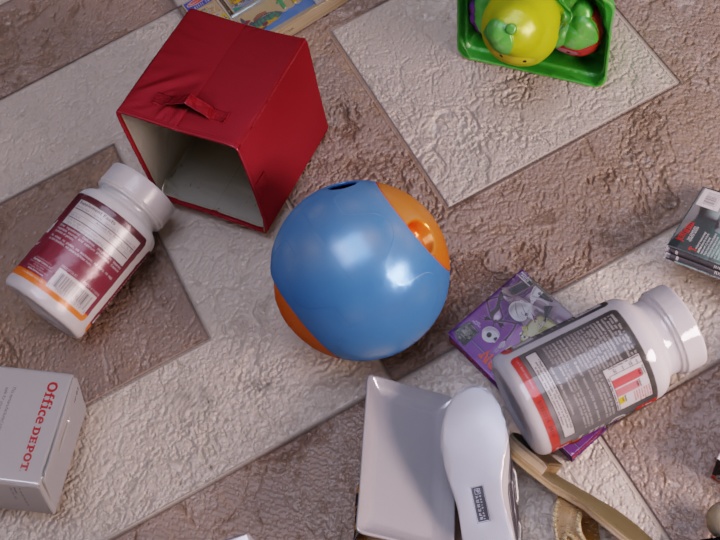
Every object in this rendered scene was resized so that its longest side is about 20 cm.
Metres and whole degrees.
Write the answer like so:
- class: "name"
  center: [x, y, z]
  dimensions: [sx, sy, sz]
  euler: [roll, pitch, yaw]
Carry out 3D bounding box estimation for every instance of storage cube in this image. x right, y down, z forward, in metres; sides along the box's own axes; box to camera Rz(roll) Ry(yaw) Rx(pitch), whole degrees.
- class: "storage cube"
  center: [-0.162, -0.185, 1.377]
  dimensions: [0.171, 0.200, 0.180]
  euler: [18, 62, 20]

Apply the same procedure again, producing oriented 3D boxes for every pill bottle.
- class: "pill bottle"
  center: [-0.326, -0.027, 1.372]
  dimensions: [0.114, 0.114, 0.200]
  euler: [29, 71, 23]
- class: "pill bottle"
  center: [0.248, 0.099, 1.166]
  dimensions: [0.200, 0.116, 0.116]
  euler: [-26, 61, -3]

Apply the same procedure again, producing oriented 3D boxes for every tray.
- class: "tray"
  center: [0.048, 0.206, 1.190]
  dimensions: [0.107, 0.022, 0.200]
  euler: [18, 45, -12]

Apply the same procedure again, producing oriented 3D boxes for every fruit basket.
- class: "fruit basket"
  center: [0.209, -0.298, 1.382]
  dimensions: [0.215, 0.156, 0.216]
  euler: [-3, 49, 3]

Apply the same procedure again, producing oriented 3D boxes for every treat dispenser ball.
- class: "treat dispenser ball"
  center: [0.000, 0.000, 1.245]
  dimensions: [0.200, 0.201, 0.201]
  euler: [-4, 62, 9]

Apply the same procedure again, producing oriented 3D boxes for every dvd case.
- class: "dvd case"
  center: [0.452, -0.021, 1.237]
  dimensions: [0.200, 0.022, 0.146]
  euler: [23, 42, 19]

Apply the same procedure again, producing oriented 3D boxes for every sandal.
- class: "sandal"
  center: [0.218, 0.259, 1.158]
  dimensions: [0.212, 0.078, 0.070]
  euler: [40, 101, 32]

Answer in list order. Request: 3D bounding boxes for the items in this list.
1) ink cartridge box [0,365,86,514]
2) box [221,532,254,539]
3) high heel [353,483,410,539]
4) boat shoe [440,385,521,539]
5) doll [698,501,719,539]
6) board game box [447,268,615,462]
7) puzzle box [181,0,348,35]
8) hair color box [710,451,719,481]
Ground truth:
- class: "ink cartridge box"
  center: [-0.428, 0.187, 1.271]
  dimensions: [0.200, 0.085, 0.145]
  euler: [5, 54, 5]
- class: "box"
  center: [-0.127, 0.384, 1.122]
  dimensions: [0.101, 0.113, 0.200]
  euler: [-17, 62, 1]
- class: "high heel"
  center: [-0.011, 0.308, 1.126]
  dimensions: [0.142, 0.071, 0.200]
  euler: [4, 60, -37]
- class: "boat shoe"
  center: [0.132, 0.221, 1.166]
  dimensions: [0.072, 0.068, 0.200]
  euler: [-13, 76, 14]
- class: "doll"
  center: [0.345, 0.320, 1.087]
  dimensions: [0.136, 0.048, 0.200]
  euler: [24, 66, -14]
- class: "board game box"
  center: [0.207, 0.102, 1.253]
  dimensions: [0.120, 0.032, 0.200]
  euler: [-42, 64, -7]
- class: "puzzle box"
  center: [-0.134, -0.374, 1.563]
  dimensions: [0.200, 0.025, 0.133]
  euler: [-33, 61, -6]
- class: "hair color box"
  center: [0.459, 0.148, 1.160]
  dimensions: [0.111, 0.064, 0.200]
  euler: [27, 69, 22]
